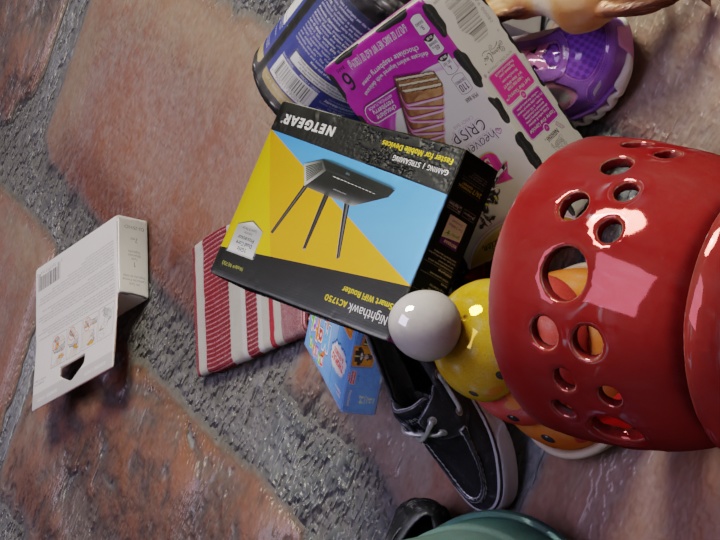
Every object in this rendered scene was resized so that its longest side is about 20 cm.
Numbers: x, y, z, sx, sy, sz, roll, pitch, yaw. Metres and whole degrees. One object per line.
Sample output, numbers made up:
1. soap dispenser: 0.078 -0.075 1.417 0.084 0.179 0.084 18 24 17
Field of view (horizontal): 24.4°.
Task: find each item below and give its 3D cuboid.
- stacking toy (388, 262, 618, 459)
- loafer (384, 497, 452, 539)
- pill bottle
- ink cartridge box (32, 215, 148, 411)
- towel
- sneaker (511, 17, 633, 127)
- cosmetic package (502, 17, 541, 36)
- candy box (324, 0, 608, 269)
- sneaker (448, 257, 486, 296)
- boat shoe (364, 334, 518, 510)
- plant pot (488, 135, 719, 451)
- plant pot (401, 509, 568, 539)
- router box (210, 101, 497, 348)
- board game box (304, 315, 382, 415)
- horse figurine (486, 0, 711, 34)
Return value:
1. stacking toy: 0.098 0.053 1.189 0.146 0.199 0.148 -20 65 50
2. loafer: 0.030 0.280 1.318 0.070 0.067 0.203 42 -119 -86
3. pill bottle: 0.003 -0.210 1.382 0.200 0.111 0.113 -47 46 36
4. ink cartridge box: -0.307 0.053 1.878 0.199 0.044 0.178 -27 59 48
5. towel: -0.106 0.016 1.635 0.199 0.023 0.146 -24 64 51
6. sneaker: 0.126 -0.154 1.306 0.199 0.088 0.081 -15 67 50
7. cosmetic package: 0.076 -0.233 1.428 0.199 0.050 0.083 -2 80 54
8. candy box: 0.080 -0.112 1.274 0.201 0.061 0.136 52 143 -8
9. sneaker: 0.060 0.011 1.362 0.093 0.070 0.202 -31 59 39
10. boat shoe: 0.055 0.102 1.280 0.071 0.068 0.202 -17 98 45
11. plant pot: 0.210 0.019 1.055 0.182 0.199 0.202 7 86 46
12. plant pot: 0.047 0.267 1.153 0.199 0.195 0.202 -6 80 34
13. router box: -0.008 -0.035 1.255 0.199 0.051 0.150 18 84 43
14. board game box: 0.000 0.000 1.420 0.151 0.036 0.202 -125 45 -66
15. horse figurine: 0.165 -0.215 1.249 0.132 0.050 0.199 -38 33 -22
